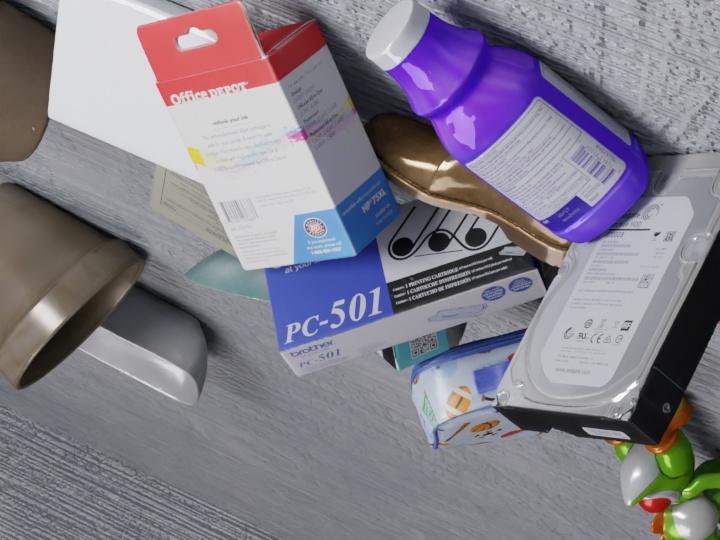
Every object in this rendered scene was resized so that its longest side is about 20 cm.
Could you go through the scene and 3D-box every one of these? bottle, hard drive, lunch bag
[{"bbox_3d":[0.093,-0.099,1.229,0.200,0.065,0.084,34,119,-21],"label":"bottle"},{"bbox_3d":[0.177,0.014,1.228,0.038,0.200,0.140,39,161,-27],"label":"hard drive"},{"bbox_3d":[-0.143,-0.139,1.457,0.200,0.027,0.132,23,127,14],"label":"hard drive"},{"bbox_3d":[0.142,0.086,1.560,0.200,0.076,0.160,-16,164,-3],"label":"lunch bag"}]

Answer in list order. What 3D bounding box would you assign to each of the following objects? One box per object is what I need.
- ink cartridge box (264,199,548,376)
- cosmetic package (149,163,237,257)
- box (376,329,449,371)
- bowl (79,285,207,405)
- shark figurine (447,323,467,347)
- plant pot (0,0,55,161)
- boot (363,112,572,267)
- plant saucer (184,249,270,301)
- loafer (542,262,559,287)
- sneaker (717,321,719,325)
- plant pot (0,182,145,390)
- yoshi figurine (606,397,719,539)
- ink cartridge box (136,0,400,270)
[{"bbox_3d":[0.031,0.002,1.418,0.200,0.094,0.044,-19,146,9],"label":"ink cartridge box"},{"bbox_3d":[-0.115,-0.085,1.605,0.105,0.071,0.200,30,163,-2],"label":"cosmetic package"},{"bbox_3d":[0.000,0.000,1.553,0.200,0.049,0.082,40,147,55],"label":"box"},{"bbox_3d":[-0.271,0.077,2.323,0.200,0.075,0.200,26,163,2],"label":"bowl"},{"bbox_3d":[0.081,0.022,1.581,0.128,0.090,0.214,18,161,-15],"label":"shark figurine"},{"bbox_3d":[-0.347,-0.168,1.581,0.174,0.201,0.200,14,170,-24],"label":"plant pot"},{"bbox_3d":[0.089,-0.079,1.362,0.200,0.074,0.076,26,134,21],"label":"boot"},{"bbox_3d":[-0.060,0.001,1.747,0.201,0.039,0.201,8,-173,-1],"label":"plant saucer"},{"bbox_3d":[0.180,0.002,1.406,0.073,0.072,0.200,30,164,-10],"label":"loafer"},{"bbox_3d":[0.279,0.018,1.309,0.200,0.074,0.087,24,-168,-36],"label":"sneaker"},{"bbox_3d":[-0.367,0.001,2.103,0.174,0.200,0.200,45,163,3],"label":"plant pot"},{"bbox_3d":[0.301,0.179,1.754,0.112,0.113,0.200,-22,124,15],"label":"yoshi figurine"},{"bbox_3d":[-0.067,-0.106,1.367,0.116,0.067,0.200,-7,115,41],"label":"ink cartridge box"}]
